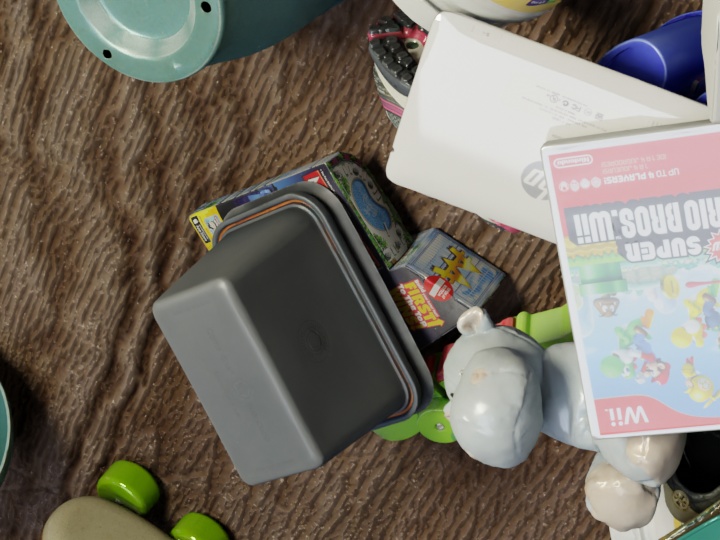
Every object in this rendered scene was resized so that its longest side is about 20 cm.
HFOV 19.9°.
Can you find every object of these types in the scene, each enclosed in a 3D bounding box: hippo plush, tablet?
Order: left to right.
[{"bbox_3d":[0.124,-0.078,1.316,0.200,0.014,0.130,21,121,6],"label":"tablet"},{"bbox_3d":[0.143,0.070,1.434,0.161,0.200,0.159,15,118,-3],"label":"hippo plush"}]

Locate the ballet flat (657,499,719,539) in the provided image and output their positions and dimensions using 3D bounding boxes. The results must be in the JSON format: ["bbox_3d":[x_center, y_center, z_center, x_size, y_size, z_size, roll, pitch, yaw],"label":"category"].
[{"bbox_3d":[0.278,0.170,1.403,0.200,0.071,0.071,-35,101,19],"label":"ballet flat"}]

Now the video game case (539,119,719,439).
[{"bbox_3d":[0.200,0.007,1.299,0.143,0.017,0.200,-7,105,20],"label":"video game case"}]

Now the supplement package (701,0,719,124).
[{"bbox_3d":[0.306,-0.165,1.209,0.200,0.120,0.121,1,124,5],"label":"supplement package"}]

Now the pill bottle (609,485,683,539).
[{"bbox_3d":[0.290,0.178,1.505,0.200,0.112,0.112,-8,117,35],"label":"pill bottle"}]

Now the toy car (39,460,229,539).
[{"bbox_3d":[-0.236,0.303,1.886,0.158,0.164,0.200,36,142,4],"label":"toy car"}]

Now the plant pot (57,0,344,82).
[{"bbox_3d":[-0.110,-0.229,1.407,0.200,0.188,0.200,16,128,22],"label":"plant pot"}]

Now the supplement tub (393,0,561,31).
[{"bbox_3d":[0.108,-0.246,1.293,0.145,0.145,0.200,48,133,-7],"label":"supplement tub"}]

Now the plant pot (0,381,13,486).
[{"bbox_3d":[-0.407,0.160,1.881,0.200,0.200,0.135,31,169,9],"label":"plant pot"}]

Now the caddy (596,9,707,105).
[{"bbox_3d":[0.217,-0.077,1.376,0.141,0.105,0.200,40,127,25],"label":"caddy"}]

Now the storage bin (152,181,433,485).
[{"bbox_3d":[-0.066,0.058,1.522,0.146,0.134,0.200,-19,102,38],"label":"storage bin"}]

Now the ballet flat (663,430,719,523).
[{"bbox_3d":[0.239,0.108,1.399,0.066,0.057,0.200,38,141,23],"label":"ballet flat"}]

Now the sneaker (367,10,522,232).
[{"bbox_3d":[0.072,-0.099,1.428,0.075,0.081,0.200,85,161,-49],"label":"sneaker"}]

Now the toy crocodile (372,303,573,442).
[{"bbox_3d":[0.088,0.076,1.570,0.200,0.068,0.062,-28,122,34],"label":"toy crocodile"}]

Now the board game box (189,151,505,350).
[{"bbox_3d":[0.000,0.000,1.588,0.200,0.062,0.200,-18,110,37],"label":"board game box"}]
